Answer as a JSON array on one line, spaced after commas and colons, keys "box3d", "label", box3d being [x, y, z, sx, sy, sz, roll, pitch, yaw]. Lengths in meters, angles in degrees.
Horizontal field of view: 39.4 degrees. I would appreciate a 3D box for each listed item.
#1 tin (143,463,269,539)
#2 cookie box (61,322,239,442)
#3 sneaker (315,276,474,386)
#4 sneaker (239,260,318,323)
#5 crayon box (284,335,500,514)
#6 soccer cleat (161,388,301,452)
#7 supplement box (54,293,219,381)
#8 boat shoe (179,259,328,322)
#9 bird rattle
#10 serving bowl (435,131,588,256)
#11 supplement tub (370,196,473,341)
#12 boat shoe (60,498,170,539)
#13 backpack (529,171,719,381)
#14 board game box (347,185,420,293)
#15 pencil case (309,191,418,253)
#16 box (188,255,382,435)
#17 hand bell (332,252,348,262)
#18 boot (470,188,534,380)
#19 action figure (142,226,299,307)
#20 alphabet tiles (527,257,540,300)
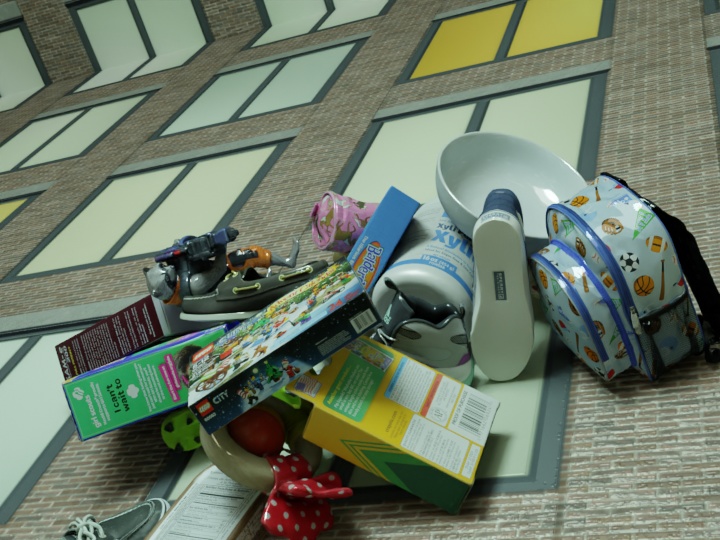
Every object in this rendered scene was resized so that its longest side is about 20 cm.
[{"box3d": [-0.152, 0.262, 1.026, 0.111, 0.042, 0.200, 2, 33, 29], "label": "tin"}, {"box3d": [-0.235, 0.127, 1.204, 0.197, 0.076, 0.171, -20, 1, -2], "label": "cookie box"}, {"box3d": [0.024, 0.075, 1.110, 0.197, 0.142, 0.078, -10, 26, -5], "label": "sneaker"}, {"box3d": [-0.111, 0.034, 1.382, 0.079, 0.087, 0.200, 2, 31, 34], "label": "sneaker"}, {"box3d": [0.029, 0.141, 0.999, 0.198, 0.052, 0.126, 26, 37, 5], "label": "crayon box"}, {"box3d": [-0.141, 0.162, 1.185, 0.197, 0.068, 0.081, -14, 13, 12], "label": "soccer cleat"}, {"box3d": [-0.296, 0.087, 1.332, 0.198, 0.062, 0.108, -26, -11, 27], "label": "supplement box"}, {"box3d": [-0.121, 0.026, 1.159, 0.198, 0.062, 0.072, -5, 1, 22], "label": "boat shoe"}, {"box3d": [-0.088, 0.186, 1.019, 0.161, 0.114, 0.201, 22, 36, -3], "label": "bird rattle"}, {"box3d": [0.179, -0.083, 1.221, 0.197, 0.066, 0.202, 10, 41, -9], "label": "serving bowl"}, {"box3d": [0.096, 0.008, 1.237, 0.130, 0.133, 0.201, -7, 29, 24], "label": "supplement tub"}, {"box3d": [-0.279, 0.289, 1.025, 0.198, 0.069, 0.073, -34, 29, -28], "label": "boat shoe"}, {"box3d": [0.264, 0.004, 1.057, 0.152, 0.193, 0.200, -25, 27, -12], "label": "backpack"}, {"box3d": [0.000, 0.000, 1.235, 0.202, 0.045, 0.152, -59, 1, -2], "label": "board game box"}, {"box3d": [0.032, -0.057, 1.370, 0.197, 0.084, 0.086, 6, -9, -25], "label": "pencil case"}, {"box3d": [-0.080, 0.070, 1.002, 0.199, 0.038, 0.137, -33, 18, 0], "label": "box"}, {"box3d": [-0.021, 0.008, 1.397, 0.103, 0.105, 0.201, -8, 39, 22], "label": "hand bell"}, {"box3d": [0.159, 0.015, 1.106, 0.072, 0.203, 0.091, 4, 28, 13], "label": "boot"}, {"box3d": [-0.168, 0.003, 1.228, 0.191, 0.106, 0.199, -7, -2, -27], "label": "action figure"}, {"box3d": [0.233, -0.033, 1.242, 0.166, 0.008, 0.200, 34, 43, 17], "label": "alphabet tiles"}]
